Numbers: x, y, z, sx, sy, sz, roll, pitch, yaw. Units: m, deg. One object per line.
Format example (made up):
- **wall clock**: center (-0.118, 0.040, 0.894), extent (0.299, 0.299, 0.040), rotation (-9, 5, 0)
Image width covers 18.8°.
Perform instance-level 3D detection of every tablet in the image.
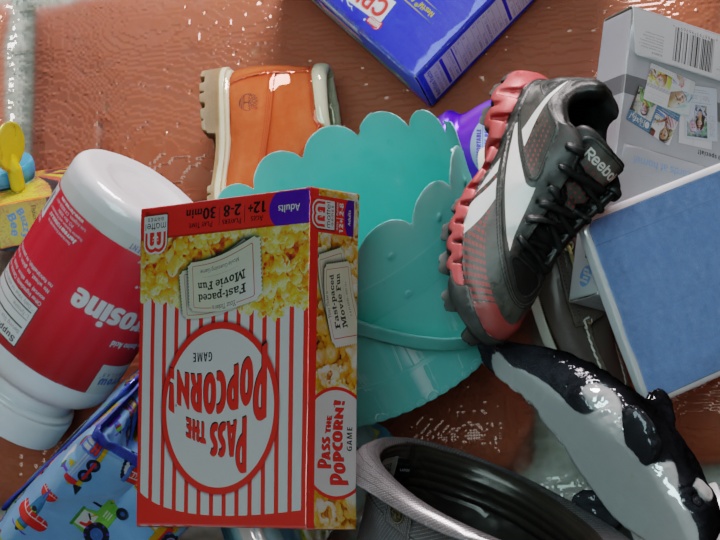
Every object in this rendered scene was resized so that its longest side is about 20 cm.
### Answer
- **tablet**: center (0.243, -0.003, 1.436), extent (0.199, 0.014, 0.131), rotation (-21, 91, -25)

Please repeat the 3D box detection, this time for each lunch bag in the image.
- **lunch bag**: center (-0.175, 0.140, 1.489), extent (0.094, 0.200, 0.151), rotation (39, 109, -12)

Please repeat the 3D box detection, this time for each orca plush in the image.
- **orca plush**: center (0.162, 0.099, 1.375), extent (0.071, 0.106, 0.200), rotation (-27, 44, -34)

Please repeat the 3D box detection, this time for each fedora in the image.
- **fedora**: center (0.069, 0.178, 1.321), extent (0.200, 0.177, 0.091), rotation (27, 103, 37)

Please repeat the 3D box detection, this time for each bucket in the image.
- **bucket**: center (0.000, 0.000, 1.459), extent (0.206, 0.135, 0.207), rotation (-21, 26, 11)

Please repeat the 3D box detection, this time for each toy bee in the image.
- **toy bee**: center (-0.266, -0.032, 1.593), extent (0.199, 0.109, 0.131), rotation (-25, 112, 14)

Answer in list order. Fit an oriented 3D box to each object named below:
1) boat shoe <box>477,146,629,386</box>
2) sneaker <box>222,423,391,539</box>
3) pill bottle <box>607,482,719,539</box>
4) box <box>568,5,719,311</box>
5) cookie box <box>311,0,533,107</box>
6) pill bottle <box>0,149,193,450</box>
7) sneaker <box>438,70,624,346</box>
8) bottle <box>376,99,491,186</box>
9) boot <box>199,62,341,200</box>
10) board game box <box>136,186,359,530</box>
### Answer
- **boat shoe**: center (0.143, 0.001, 1.474), extent (0.059, 0.072, 0.201), rotation (-21, 92, 19)
- **sneaker**: center (-0.030, 0.153, 1.446), extent (0.130, 0.080, 0.200), rotation (-14, 31, -7)
- **pill bottle**: center (0.157, 0.218, 1.412), extent (0.199, 0.116, 0.117), rotation (-24, 70, 6)
- **box**: center (0.227, -0.060, 1.468), extent (0.155, 0.041, 0.201), rotation (14, 74, -23)
- **cookie box**: center (0.056, -0.251, 1.591), extent (0.200, 0.075, 0.171), rotation (-45, 70, -2)
- **pill bottle**: center (-0.201, 0.024, 1.540), extent (0.112, 0.112, 0.200), rotation (40, 107, 21)
- **sneaker**: center (0.113, -0.044, 1.371), extent (0.098, 0.071, 0.201), rotation (-6, 54, 39)
- **bottle**: center (0.112, -0.082, 1.534), extent (0.199, 0.065, 0.084), rotation (-1, 80, 14)
- **boot**: center (-0.056, -0.060, 1.570), extent (0.107, 0.075, 0.201), rotation (-7, 72, 7)
- **board game box**: center (-0.069, 0.057, 1.323), extent (0.151, 0.046, 0.201), rotation (-6, 81, 43)
